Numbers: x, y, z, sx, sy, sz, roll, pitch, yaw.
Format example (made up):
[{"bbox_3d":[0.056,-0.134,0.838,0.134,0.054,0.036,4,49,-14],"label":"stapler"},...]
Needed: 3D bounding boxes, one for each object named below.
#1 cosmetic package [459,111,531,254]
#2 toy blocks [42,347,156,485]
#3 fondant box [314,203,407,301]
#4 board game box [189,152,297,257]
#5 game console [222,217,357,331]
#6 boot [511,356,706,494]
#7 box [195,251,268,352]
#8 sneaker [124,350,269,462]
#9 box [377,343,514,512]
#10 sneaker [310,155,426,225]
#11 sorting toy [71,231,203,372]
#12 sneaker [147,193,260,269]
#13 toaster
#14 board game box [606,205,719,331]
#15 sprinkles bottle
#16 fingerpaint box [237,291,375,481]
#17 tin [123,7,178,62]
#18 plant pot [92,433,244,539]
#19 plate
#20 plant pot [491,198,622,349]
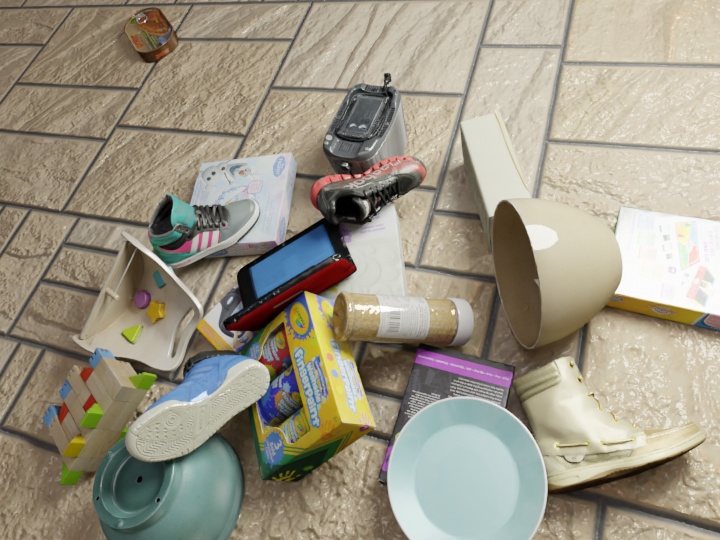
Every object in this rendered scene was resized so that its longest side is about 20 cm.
[{"bbox_3d":[0.218,-0.144,0.920,0.071,0.104,0.204,-14,58,7],"label":"cosmetic package"},{"bbox_3d":[-0.422,0.207,0.896,0.136,0.099,0.202,36,94,36],"label":"toy blocks"},{"bbox_3d":[0.000,0.000,0.924,0.141,0.059,0.204,-11,56,10],"label":"fondant box"},{"bbox_3d":[-0.227,-0.123,1.071,0.194,0.044,0.204,-4,59,16],"label":"board game box"},{"bbox_3d":[-0.118,-0.004,0.868,0.198,0.172,0.120,-30,80,6],"label":"game console"},{"bbox_3d":[0.305,0.179,0.718,0.196,0.073,0.158,-20,59,10],"label":"boot"},{"bbox_3d":[-0.166,0.060,0.947,0.118,0.042,0.201,34,76,31],"label":"box"},{"bbox_3d":[-0.229,0.174,0.771,0.198,0.078,0.110,-31,24,-29],"label":"sneaker"},{"bbox_3d":[0.120,0.211,0.776,0.140,0.036,0.203,11,62,21],"label":"box"},{"bbox_3d":[0.020,-0.123,0.913,0.196,0.072,0.099,-17,40,-5],"label":"sneaker"},{"bbox_3d":[-0.350,0.071,0.950,0.178,0.107,0.203,30,95,19],"label":"sorting toy"},{"bbox_3d":[-0.278,-0.090,0.969,0.197,0.121,0.084,-29,58,-1],"label":"sneaker"},{"bbox_3d":[0.017,-0.236,1.017,0.111,0.130,0.203,12,64,21],"label":"toaster"},{"bbox_3d":[0.456,-0.003,0.803,0.196,0.041,0.155,13,64,23],"label":"board game box"},{"bbox_3d":[0.061,0.068,0.801,0.196,0.069,0.069,5,54,-21],"label":"sprinkles bottle"},{"bbox_3d":[-0.085,0.163,0.799,0.166,0.073,0.203,-39,52,26],"label":"fingerpaint box"},{"bbox_3d":[-0.537,-0.604,1.456,0.111,0.042,0.201,-31,56,-8],"label":"tin"},{"bbox_3d":[-0.277,0.298,0.779,0.196,0.135,0.204,-8,57,12],"label":"plant pot"},{"bbox_3d":[0.130,0.260,0.709,0.195,0.026,0.204,-7,59,11],"label":"plate"},{"bbox_3d":[0.272,-0.006,0.774,0.131,0.202,0.204,-9,57,-1],"label":"plant pot"}]
